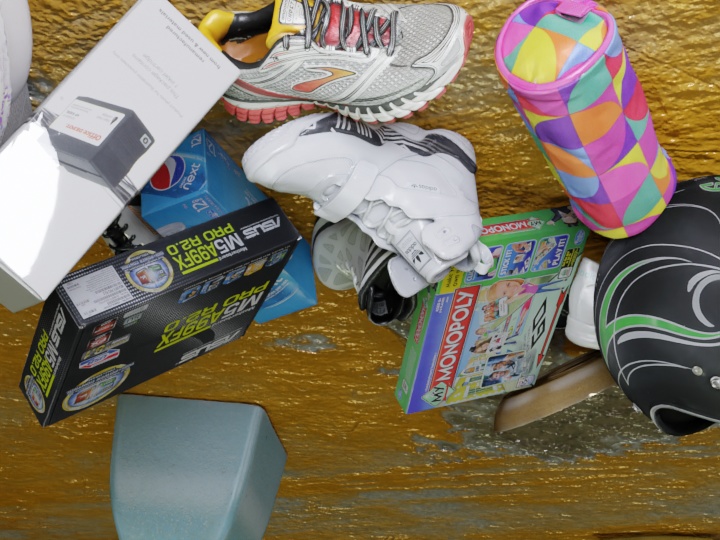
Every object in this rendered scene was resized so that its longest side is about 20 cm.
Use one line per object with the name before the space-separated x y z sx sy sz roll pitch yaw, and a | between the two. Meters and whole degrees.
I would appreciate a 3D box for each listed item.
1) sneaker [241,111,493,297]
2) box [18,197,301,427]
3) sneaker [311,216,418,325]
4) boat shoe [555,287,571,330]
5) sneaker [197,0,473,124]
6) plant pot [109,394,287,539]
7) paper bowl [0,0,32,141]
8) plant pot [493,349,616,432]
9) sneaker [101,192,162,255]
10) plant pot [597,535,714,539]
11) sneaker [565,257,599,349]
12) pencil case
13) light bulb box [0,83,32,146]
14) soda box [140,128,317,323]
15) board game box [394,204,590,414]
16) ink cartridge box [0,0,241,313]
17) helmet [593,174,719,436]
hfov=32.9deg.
sneaker | 0.014 -0.047 0.892 0.199 0.115 0.075 1 151 -34
box | -0.157 0.032 0.950 0.200 0.044 0.160 -24 159 -36
sneaker | 0.000 0.000 1.043 0.075 0.116 0.201 16 152 -15
boat shoe | 0.120 0.025 1.117 0.199 0.061 0.076 21 150 -23
sneaker | -0.021 -0.146 0.810 0.199 0.078 0.082 -5 149 23
plant pot | -0.220 0.295 1.585 0.195 0.201 0.197 4 152 10
paper bowl | -0.282 -0.159 0.765 0.104 0.201 0.200 -25 177 -39
plant pot | 0.213 0.099 1.166 0.199 0.028 0.200 -25 176 -2
sneaker | -0.199 -0.050 1.047 0.074 0.080 0.200 -13 145 38
plant pot | 0.478 0.499 1.806 0.176 0.201 0.200 -24 140 28
sneaker | 0.275 0.019 1.060 0.199 0.089 0.075 -2 -168 -21
pencil case | 0.159 -0.103 0.840 0.088 0.089 0.200 -5 151 25
light bulb box | -0.363 -0.099 0.946 0.197 0.125 0.200 10 154 -4
soda box | -0.110 -0.033 1.050 0.064 0.068 0.200 -20 145 17
board game box | 0.110 0.036 1.047 0.134 0.029 0.201 -10 136 -22
ink cartridge box | -0.188 -0.074 0.815 0.084 0.200 0.145 43 160 -14
helmet | 0.272 0.028 0.933 0.200 0.201 0.190 25 164 -29
